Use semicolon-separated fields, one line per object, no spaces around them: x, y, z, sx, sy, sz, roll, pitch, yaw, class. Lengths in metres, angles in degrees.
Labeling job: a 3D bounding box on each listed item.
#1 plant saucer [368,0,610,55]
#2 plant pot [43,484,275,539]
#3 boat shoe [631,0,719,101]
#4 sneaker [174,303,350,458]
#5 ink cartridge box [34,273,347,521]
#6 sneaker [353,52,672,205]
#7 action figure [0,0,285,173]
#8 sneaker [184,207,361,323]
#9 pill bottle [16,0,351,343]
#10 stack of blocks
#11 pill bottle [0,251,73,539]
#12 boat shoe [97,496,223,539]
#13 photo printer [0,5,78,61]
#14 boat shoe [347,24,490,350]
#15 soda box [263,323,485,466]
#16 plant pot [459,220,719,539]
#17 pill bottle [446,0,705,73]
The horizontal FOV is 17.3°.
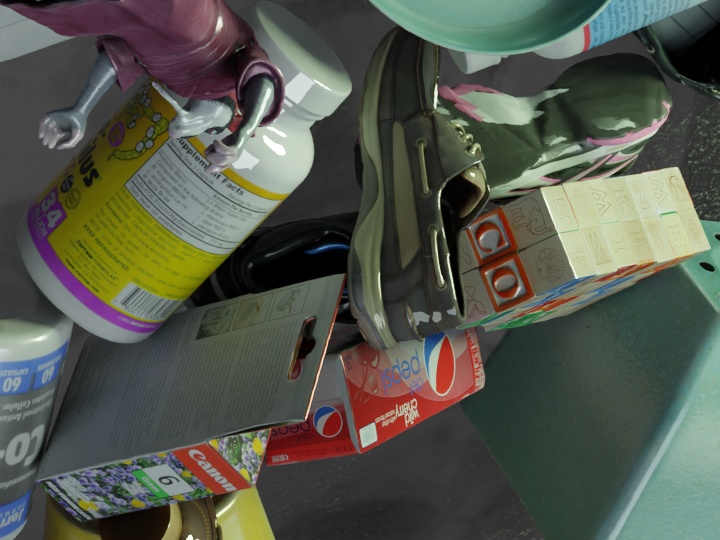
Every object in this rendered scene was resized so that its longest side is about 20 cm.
0.058;-0.209;1.234;0.199;0.201;0.027;-5;176;-24;plant saucer
-0.131;0.208;1.554;0.200;0.201;0.190;-14;124;-14;plant pot
0.217;-0.141;1.454;0.074;0.066;0.199;-38;139;12;boat shoe
-0.049;0.055;1.511;0.200;0.074;0.089;29;112;-40;sneaker
-0.087;0.074;1.359;0.199;0.109;0.050;-14;134;34;ink cartridge box
0.095;-0.065;1.465;0.199;0.081;0.086;-10;148;-10;sneaker
-0.098;-0.129;1.191;0.150;0.133;0.200;-70;156;-14;action figure
0.000;0.000;1.433;0.199;0.112;0.073;-10;94;-29;sneaker
-0.097;-0.058;1.343;0.200;0.104;0.104;-44;137;19;pill bottle
0.119;-0.010;1.459;0.115;0.059;0.200;-26;172;30;stack of blocks
-0.241;0.097;1.393;0.113;0.114;0.201;0;120;-29;pill bottle
-0.129;0.129;1.445;0.070;0.200;0.070;-37;127;15;boat shoe
-0.123;-0.205;1.199;0.199;0.070;0.167;-20;140;-8;photo printer
0.039;-0.049;1.360;0.073;0.201;0.075;-2;158;15;boat shoe
0.007;0.067;1.476;0.070;0.064;0.200;-10;-176;27;soda box
0.219;0.076;1.600;0.195;0.197;0.201;4;124;-32;plant pot
0.135;-0.186;1.329;0.199;0.109;0.109;-23;140;-5;pill bottle
